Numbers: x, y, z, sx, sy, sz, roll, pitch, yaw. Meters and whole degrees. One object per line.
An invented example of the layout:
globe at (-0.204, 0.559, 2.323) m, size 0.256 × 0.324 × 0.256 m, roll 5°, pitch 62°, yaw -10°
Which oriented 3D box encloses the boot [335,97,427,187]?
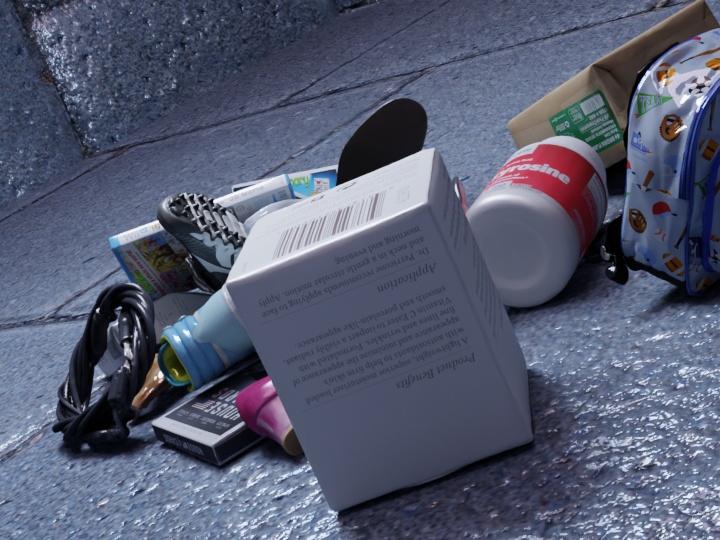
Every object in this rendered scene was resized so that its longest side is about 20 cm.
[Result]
boot at (0.026, -0.109, 1.450) m, size 0.187 × 0.064 × 0.200 m, roll -57°, pitch -2°, yaw 25°

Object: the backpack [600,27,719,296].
backpack at (0.296, -0.093, 1.217) m, size 0.200 × 0.192 × 0.153 m, roll -34°, pitch 34°, yaw -33°

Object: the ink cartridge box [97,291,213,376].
ink cartridge box at (-0.201, 0.045, 1.691) m, size 0.199 × 0.050 × 0.161 m, roll -33°, pitch 1°, yaw -22°

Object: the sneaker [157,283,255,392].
sneaker at (-0.134, 0.065, 1.495) m, size 0.130 × 0.080 × 0.200 m, roll -36°, pitch -14°, yaw 6°

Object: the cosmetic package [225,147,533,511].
cosmetic package at (0.020, 0.042, 1.148) m, size 0.164 × 0.201 × 0.165 m, roll -21°, pitch 16°, yaw 11°

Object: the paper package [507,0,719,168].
paper package at (0.283, -0.180, 1.610) m, size 0.190 × 0.104 × 0.200 m, roll -32°, pitch 1°, yaw -26°

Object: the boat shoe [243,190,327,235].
boat shoe at (-0.052, -0.039, 1.554) m, size 0.072 × 0.062 × 0.200 m, roll -31°, pitch -7°, yaw 30°

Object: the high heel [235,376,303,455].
high heel at (-0.015, 0.080, 1.314) m, size 0.200 × 0.068 × 0.096 m, roll -41°, pitch 39°, yaw -14°

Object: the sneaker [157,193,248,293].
sneaker at (-0.149, -0.015, 1.541) m, size 0.090 × 0.067 × 0.200 m, roll -42°, pitch -34°, yaw 18°

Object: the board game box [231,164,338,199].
board game box at (-0.068, -0.049, 1.728) m, size 0.034 × 0.127 × 0.199 m, roll -11°, pitch 4°, yaw -42°

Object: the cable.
cable at (-0.265, 0.094, 1.523) m, size 0.050 × 0.165 × 0.200 m, roll 12°, pitch -12°, yaw -27°

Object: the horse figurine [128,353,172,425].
horse figurine at (-0.172, 0.085, 1.587) m, size 0.199 × 0.050 × 0.133 m, roll -29°, pitch 8°, yaw -7°

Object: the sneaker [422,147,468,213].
sneaker at (0.083, -0.060, 1.513) m, size 0.077 × 0.141 × 0.200 m, roll -23°, pitch 16°, yaw 1°

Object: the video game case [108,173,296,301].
video game case at (-0.158, -0.030, 1.621) m, size 0.199 × 0.018 × 0.143 m, roll -20°, pitch -27°, yaw -2°

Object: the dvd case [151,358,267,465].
dvd case at (-0.084, 0.112, 1.408) m, size 0.199 × 0.025 × 0.150 m, roll -30°, pitch 16°, yaw -25°

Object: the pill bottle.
pill bottle at (0.171, -0.055, 1.420) m, size 0.112 × 0.113 × 0.200 m, roll -15°, pitch 17°, yaw 28°
